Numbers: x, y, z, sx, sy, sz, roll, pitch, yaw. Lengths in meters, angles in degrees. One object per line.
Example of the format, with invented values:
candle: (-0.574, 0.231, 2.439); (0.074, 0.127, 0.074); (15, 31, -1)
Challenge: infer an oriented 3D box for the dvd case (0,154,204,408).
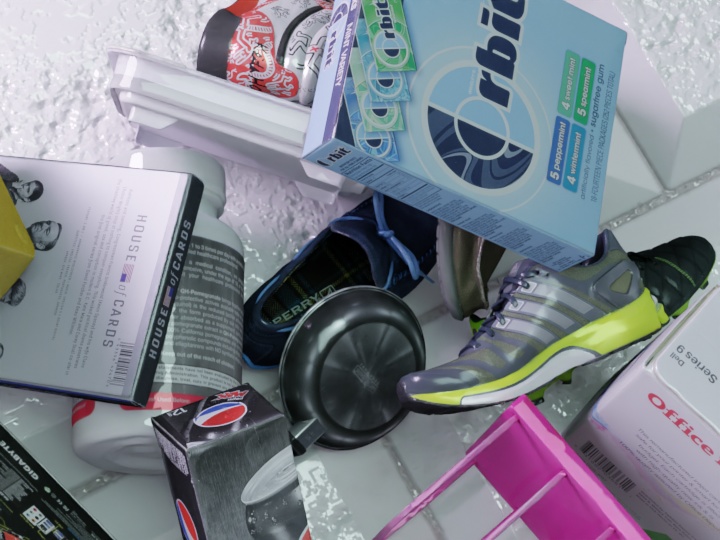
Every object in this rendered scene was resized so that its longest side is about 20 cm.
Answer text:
dvd case: (-0.204, 0.002, 1.360); (0.199, 0.025, 0.151); (7, 75, 28)

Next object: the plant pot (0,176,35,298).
plant pot: (-0.319, -0.031, 1.290); (0.176, 0.200, 0.201); (-29, 77, 9)

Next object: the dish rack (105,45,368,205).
dish rack: (-0.078, -0.091, 1.419); (0.199, 0.172, 0.044); (17, 84, -2)

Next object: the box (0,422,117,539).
box: (-0.206, 0.197, 1.297); (0.200, 0.049, 0.160); (44, 27, 4)

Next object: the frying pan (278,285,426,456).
frying pan: (-0.032, 0.083, 1.409); (0.190, 0.031, 0.115); (-27, 115, -23)

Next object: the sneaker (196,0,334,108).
sneaker: (-0.031, -0.169, 1.466); (0.108, 0.067, 0.202); (16, 32, 10)

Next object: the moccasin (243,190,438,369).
moccasin: (0.000, 0.000, 1.454); (0.080, 0.068, 0.200); (44, 65, 6)

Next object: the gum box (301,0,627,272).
gum box: (0.071, -0.114, 1.363); (0.199, 0.045, 0.171); (23, 64, -25)

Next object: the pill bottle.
pill bottle: (-0.131, 0.026, 1.393); (0.110, 0.111, 0.201); (4, 70, -11)

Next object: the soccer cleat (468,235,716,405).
soccer cleat: (0.165, 0.017, 1.480); (0.200, 0.067, 0.081); (-31, 110, -20)

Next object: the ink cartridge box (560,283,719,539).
ink cartridge box: (0.227, 0.115, 1.394); (0.145, 0.200, 0.088); (42, 67, 5)

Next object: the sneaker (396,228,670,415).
sneaker: (0.105, 0.038, 1.403); (0.199, 0.074, 0.081); (-23, 90, -25)

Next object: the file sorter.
file sorter: (0.112, 0.209, 1.369); (0.125, 0.139, 0.200); (-39, 82, -19)

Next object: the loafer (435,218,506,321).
loafer: (0.094, -0.063, 1.436); (0.069, 0.075, 0.201); (9, 87, 6)

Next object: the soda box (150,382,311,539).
soda box: (-0.068, 0.177, 1.321); (0.071, 0.063, 0.201); (-19, 114, -18)
